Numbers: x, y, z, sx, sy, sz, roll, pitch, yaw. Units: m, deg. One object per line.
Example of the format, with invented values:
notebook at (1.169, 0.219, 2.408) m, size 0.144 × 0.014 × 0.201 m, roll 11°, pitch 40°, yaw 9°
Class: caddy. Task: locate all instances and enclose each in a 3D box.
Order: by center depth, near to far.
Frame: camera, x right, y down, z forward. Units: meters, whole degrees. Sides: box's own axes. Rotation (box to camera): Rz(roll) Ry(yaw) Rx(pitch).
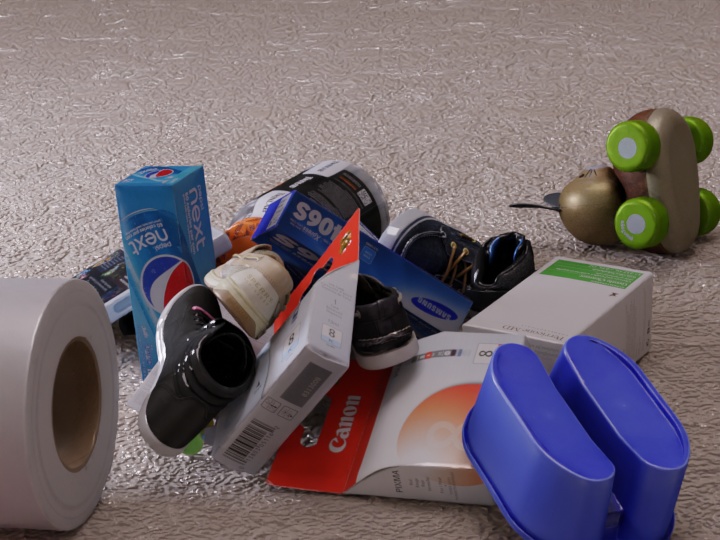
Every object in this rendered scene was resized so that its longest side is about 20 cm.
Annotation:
caddy at (0.163, 0.141, 1.419) m, size 0.141 × 0.105 × 0.200 m, roll -4°, pitch 39°, yaw -24°

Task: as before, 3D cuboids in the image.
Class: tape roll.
tape roll at (-0.291, 0.105, 1.489) m, size 0.138 × 0.204 × 0.203 m, roll 0°, pitch 19°, yaw 14°

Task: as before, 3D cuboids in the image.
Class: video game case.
video game case at (-0.234, 0.004, 1.903) m, size 0.181 × 0.023 × 0.200 m, roll -32°, pitch 17°, yaw -11°

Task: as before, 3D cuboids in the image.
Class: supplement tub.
supplement tub at (-0.063, -0.035, 1.965) m, size 0.122 × 0.123 × 0.200 m, roll 6°, pitch 21°, yaw 27°

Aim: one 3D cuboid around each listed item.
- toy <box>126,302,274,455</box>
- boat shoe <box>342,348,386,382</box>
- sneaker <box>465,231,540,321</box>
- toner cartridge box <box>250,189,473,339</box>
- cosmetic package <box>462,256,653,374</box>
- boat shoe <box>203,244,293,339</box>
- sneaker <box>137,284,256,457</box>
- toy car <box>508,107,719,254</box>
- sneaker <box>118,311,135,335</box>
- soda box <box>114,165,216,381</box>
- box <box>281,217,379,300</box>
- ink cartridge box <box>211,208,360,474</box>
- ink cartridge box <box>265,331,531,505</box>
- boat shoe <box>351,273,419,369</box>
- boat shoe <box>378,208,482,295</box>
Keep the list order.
toy at (-0.124, 0.102, 1.678) m, size 0.115 × 0.047 × 0.200 m, roll 25°, pitch 33°, yaw 6°
boat shoe at (0.012, 0.097, 1.656) m, size 0.199 × 0.057 × 0.067 m, roll 11°, pitch 43°, yaw 28°
sneaker at (0.163, 0.007, 1.812) m, size 0.073 × 0.112 × 0.200 m, roll 8°, pitch 23°, yaw 23°
toner cartridge box at (0.000, 0.000, 1.738) m, size 0.199 × 0.043 × 0.095 m, roll 32°, pitch -13°, yaw -11°
cosmetic package at (0.183, 0.062, 1.693) m, size 0.107 × 0.085 × 0.200 m, roll 10°, pitch 22°, yaw 28°
boat shoe at (-0.089, 0.014, 1.597) m, size 0.065 × 0.072 × 0.200 m, roll -42°, pitch 4°, yaw -3°
sneaker at (-0.126, 0.065, 1.582) m, size 0.099 × 0.071 × 0.200 m, roll -39°, pitch 24°, yaw 30°
toy car at (0.271, -0.092, 2.047) m, size 0.199 × 0.159 × 0.164 m, roll -5°, pitch 3°, yaw 36°
sneaker at (-0.148, 0.047, 1.840) m, size 0.199 × 0.070 × 0.090 m, roll 1°, pitch 25°, yaw 28°
soda box at (-0.177, 0.005, 1.748) m, size 0.064 × 0.201 × 0.068 m, roll 1°, pitch 19°, yaw 21°
box at (-0.017, 0.020, 1.818) m, size 0.121 × 0.032 × 0.200 m, roll 45°, pitch 30°, yaw 10°
ink cartridge box at (-0.061, 0.052, 1.579) m, size 0.047 × 0.160 × 0.201 m, roll 25°, pitch 39°, yaw -18°
ink cartridge box at (0.033, 0.115, 1.545) m, size 0.199 × 0.050 × 0.163 m, roll 4°, pitch 42°, yaw 15°
boat shoe at (-0.002, 0.032, 1.621) m, size 0.074 × 0.061 × 0.200 m, roll -18°, pitch 16°, yaw -7°
boat shoe at (0.090, -0.009, 1.844) m, size 0.091 × 0.071 × 0.200 m, roll 31°, pitch 12°, yaw 23°
